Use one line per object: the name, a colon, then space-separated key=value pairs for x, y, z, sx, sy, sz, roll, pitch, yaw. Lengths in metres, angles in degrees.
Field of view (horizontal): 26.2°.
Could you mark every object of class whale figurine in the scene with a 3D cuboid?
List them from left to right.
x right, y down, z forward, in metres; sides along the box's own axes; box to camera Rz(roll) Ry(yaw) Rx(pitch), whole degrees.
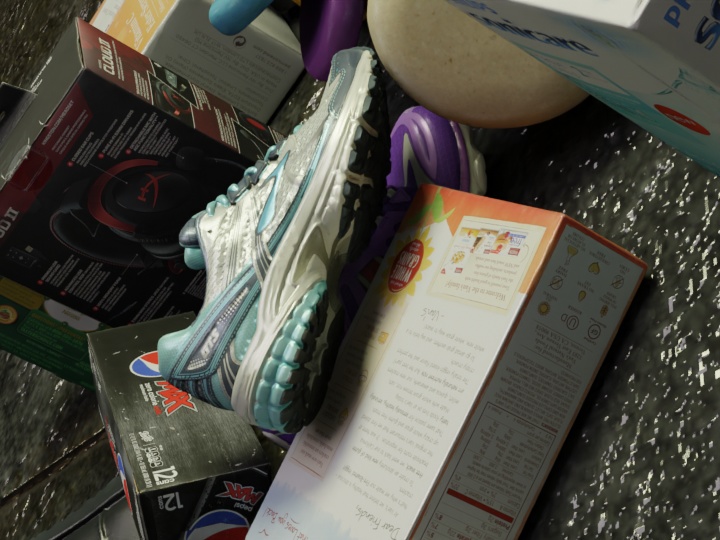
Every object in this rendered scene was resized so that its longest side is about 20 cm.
whale figurine: x=0.068 y=-0.173 z=0.757 sx=0.159 sy=0.200 sz=0.104 roll=-2 pitch=17 yaw=17

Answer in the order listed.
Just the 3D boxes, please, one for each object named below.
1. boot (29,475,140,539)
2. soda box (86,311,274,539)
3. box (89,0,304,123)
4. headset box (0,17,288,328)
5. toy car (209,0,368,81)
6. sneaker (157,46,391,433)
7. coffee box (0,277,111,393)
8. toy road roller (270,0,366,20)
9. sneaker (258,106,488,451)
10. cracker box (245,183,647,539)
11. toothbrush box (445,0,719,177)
boot: x=-0.149 y=0.208 z=0.869 sx=0.198 sy=0.073 sz=0.163 roll=-43 pitch=29 yaw=17
soda box: x=-0.100 y=0.093 z=0.849 sx=0.200 sy=0.071 sz=0.063 roll=-128 pitch=30 yaw=-62
box: x=-0.150 y=-0.126 z=1.130 sx=0.200 sy=0.106 sz=0.152 roll=-53 pitch=30 yaw=15
headset box: x=-0.146 y=-0.049 z=0.960 sx=0.149 sy=0.200 sz=0.075 roll=-51 pitch=30 yaw=20
toy car: x=-0.006 y=-0.182 z=0.866 sx=0.175 sy=0.200 sz=0.150 roll=-157 pitch=62 yaw=-76
sneaker: x=-0.042 y=-0.026 z=0.749 sx=0.078 sy=0.086 sz=0.200 roll=73 pitch=-148 yaw=-65
coffee box: x=-0.179 y=-0.013 z=1.068 sx=0.200 sy=0.123 sz=0.044 roll=-49 pitch=28 yaw=26
toy road roller: x=-0.032 y=-0.264 z=1.051 sx=0.146 sy=0.123 sz=0.200 roll=-51 pitch=28 yaw=-3
sneaker: x=0.000 y=0.000 z=0.803 sx=0.081 sy=0.083 sz=0.200 roll=5 pitch=70 yaw=59
cracker box: x=0.035 y=0.065 z=0.717 sx=0.200 sy=0.058 sz=0.134 roll=-63 pitch=27 yaw=-3
toothbrush box: x=0.140 y=-0.080 z=0.524 sx=0.085 sy=0.200 sz=0.146 roll=-60 pitch=29 yaw=2
